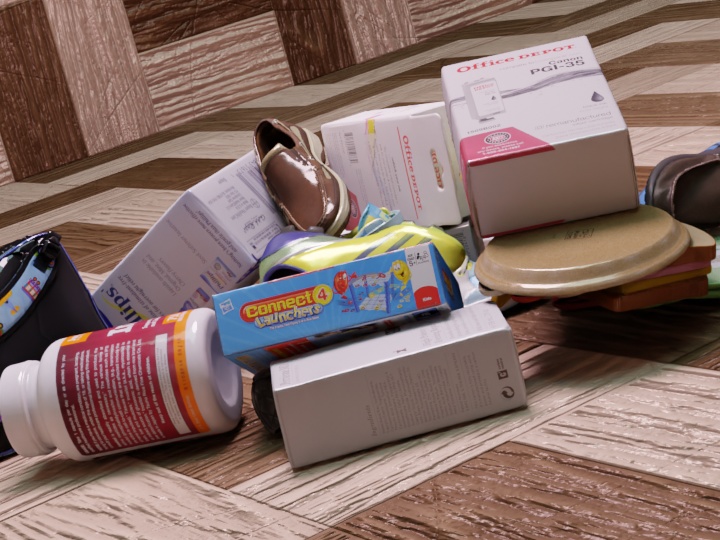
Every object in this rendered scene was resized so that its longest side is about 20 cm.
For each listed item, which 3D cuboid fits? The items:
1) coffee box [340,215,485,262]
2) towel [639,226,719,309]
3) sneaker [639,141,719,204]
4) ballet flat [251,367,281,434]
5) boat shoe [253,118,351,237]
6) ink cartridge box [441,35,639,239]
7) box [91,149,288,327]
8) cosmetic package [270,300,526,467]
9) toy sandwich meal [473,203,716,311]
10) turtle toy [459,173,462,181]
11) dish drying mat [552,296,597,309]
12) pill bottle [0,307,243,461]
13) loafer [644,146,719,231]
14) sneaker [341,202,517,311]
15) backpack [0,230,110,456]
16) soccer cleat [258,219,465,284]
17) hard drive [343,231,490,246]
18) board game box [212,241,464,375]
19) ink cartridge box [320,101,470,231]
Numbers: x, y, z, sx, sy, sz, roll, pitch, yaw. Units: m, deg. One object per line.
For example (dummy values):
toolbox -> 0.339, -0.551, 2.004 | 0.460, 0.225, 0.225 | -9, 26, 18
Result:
coffee box -> 0.027, 0.000, 1.877 | 0.199, 0.080, 0.114 | -13, 10, 9
towel -> 0.291, -0.004, 1.684 | 0.149, 0.031, 0.200 | -7, 17, 8
sneaker -> 0.342, -0.087, 1.923 | 0.078, 0.066, 0.200 | -9, 14, 42
ballet flat -> 0.000, 0.097, 1.610 | 0.199, 0.057, 0.066 | -13, -15, -14
boat shoe -> -0.070, -0.091, 1.844 | 0.075, 0.075, 0.202 | -51, 30, 13
ink cartridge box -> 0.156, -0.122, 1.646 | 0.146, 0.083, 0.200 | -12, 31, 2
box -> -0.165, -0.009, 1.902 | 0.200, 0.105, 0.184 | -44, -2, 27
cosmetic package -> 0.028, 0.092, 1.510 | 0.199, 0.074, 0.102 | -14, 12, -2
toy sandwich meal -> 0.197, 0.000, 1.565 | 0.204, 0.071, 0.205 | -11, 19, 4
turtle toy -> 0.188, -0.082, 1.786 | 0.101, 0.146, 0.200 | -37, 3, 24
dish drying mat -> 0.228, 0.000, 1.789 | 0.077, 0.018, 0.200 | -13, 13, 13
pill bottle -> -0.214, 0.106, 1.634 | 0.199, 0.113, 0.113 | -12, 13, 12
loafer -> 0.336, -0.079, 1.727 | 0.071, 0.073, 0.200 | 7, 23, 40
sneaker -> 0.063, -0.011, 1.772 | 0.199, 0.131, 0.080 | -13, 11, 9
backpack -> -0.351, 0.083, 1.782 | 0.200, 0.183, 0.134 | -36, 13, -29
soccer cleat -> 0.000, 0.001, 1.701 | 0.199, 0.065, 0.084 | -1, 47, 21
hard drive -> 0.065, -0.042, 2.015 | 0.199, 0.027, 0.132 | -8, 24, -8
board game box -> -0.012, 0.042, 1.627 | 0.195, 0.056, 0.200 | -13, -13, 6
ink cartridge box -> 0.052, -0.105, 1.846 | 0.067, 0.117, 0.200 | -19, 11, -33
